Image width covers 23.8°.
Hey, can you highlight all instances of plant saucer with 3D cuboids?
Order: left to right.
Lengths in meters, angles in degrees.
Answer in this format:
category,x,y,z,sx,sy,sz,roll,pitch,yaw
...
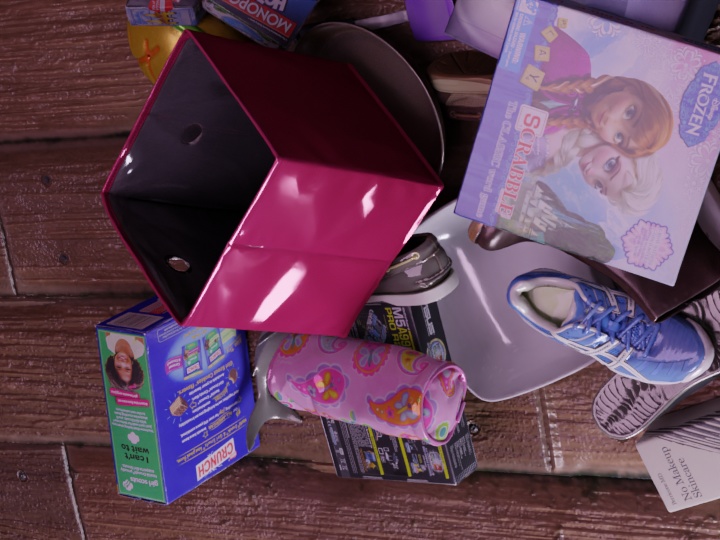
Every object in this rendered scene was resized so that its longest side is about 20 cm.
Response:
category,x,y,z,sx,sy,sz,roll,pitch,yaw
plant saucer,0.011,-0.158,1.689,0.200,0.032,0.201,27,135,30

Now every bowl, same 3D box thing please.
category,x,y,z,sx,sy,sz,roll,pitch,yaw
bowl,0.153,0.009,1.666,0.199,0.075,0.201,-28,94,38

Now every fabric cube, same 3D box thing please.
category,x,y,z,sx,sy,sz,roll,pitch,yaw
fabric cube,-0.086,-0.075,1.575,0.196,0.199,0.200,53,123,36

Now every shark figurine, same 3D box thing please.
category,x,y,z,sx,sy,sz,roll,pitch,yaw
shark figurine,-0.088,0.085,1.837,0.128,0.089,0.215,46,123,10

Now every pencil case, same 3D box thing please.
category,x,y,z,sx,sy,sz,roll,pitch,yaw
pencil case,0.006,0.111,1.662,0.199,0.087,0.088,9,113,37

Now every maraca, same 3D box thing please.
category,x,y,z,sx,sy,sz,roll,pitch,yaw
maraca,-0.154,-0.217,1.742,0.200,0.137,0.107,33,85,9

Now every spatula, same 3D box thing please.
category,x,y,z,sx,sy,sz,roll,pitch,yaw
spatula,0.011,-0.245,1.689,0.199,0.021,0.057,-4,107,33

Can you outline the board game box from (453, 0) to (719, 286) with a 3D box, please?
category,x,y,z,sx,sy,sz,roll,pitch,yaw
board game box,0.200,-0.112,1.431,0.199,0.041,0.201,18,109,9

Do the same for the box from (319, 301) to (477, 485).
category,x,y,z,sx,sy,sz,roll,pitch,yaw
box,0.023,0.116,1.734,0.160,0.044,0.201,-3,110,39

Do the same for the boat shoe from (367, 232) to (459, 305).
category,x,y,z,sx,sy,sz,roll,pitch,yaw
boat shoe,0.001,-0.002,1.671,0.201,0.072,0.060,-4,119,36

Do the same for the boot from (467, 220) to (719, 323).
category,x,y,z,sx,sy,sz,roll,pitch,yaw
boot,0.214,-0.023,1.510,0.167,0.199,0.072,57,160,23

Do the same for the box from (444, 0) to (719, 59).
category,x,y,z,sx,sy,sz,roll,pitch,yaw
box,0.209,-0.260,1.488,0.199,0.123,0.199,27,112,19

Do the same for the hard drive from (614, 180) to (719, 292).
category,x,y,z,sx,sy,sz,roll,pitch,yaw
hard drive,0.273,-0.053,1.603,0.132,0.026,0.201,-28,92,35

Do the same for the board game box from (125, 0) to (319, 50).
category,x,y,z,sx,sy,sz,roll,pitch,yaw
board game box,-0.129,-0.300,1.660,0.200,0.062,0.200,33,82,4

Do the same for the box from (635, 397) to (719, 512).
category,x,y,z,sx,sy,sz,roll,pitch,yaw
box,0.367,0.156,1.601,0.200,0.068,0.082,-26,95,35

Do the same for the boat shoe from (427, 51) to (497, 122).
category,x,y,z,sx,sy,sz,roll,pitch,yaw
boat shoe,0.157,-0.157,1.613,0.199,0.072,0.072,10,127,27

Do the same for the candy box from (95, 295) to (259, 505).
category,x,y,z,sx,sy,sz,roll,pitch,yaw
candy box,-0.197,0.129,1.866,0.077,0.169,0.201,6,111,34

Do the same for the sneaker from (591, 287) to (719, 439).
category,x,y,z,sx,sy,sz,roll,pitch,yaw
sneaker,0.303,0.075,1.603,0.200,0.106,0.075,-39,83,15

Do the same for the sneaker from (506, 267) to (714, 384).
category,x,y,z,sx,sy,sz,roll,pitch,yaw
sneaker,0.219,0.053,1.537,0.199,0.077,0.076,18,94,23
